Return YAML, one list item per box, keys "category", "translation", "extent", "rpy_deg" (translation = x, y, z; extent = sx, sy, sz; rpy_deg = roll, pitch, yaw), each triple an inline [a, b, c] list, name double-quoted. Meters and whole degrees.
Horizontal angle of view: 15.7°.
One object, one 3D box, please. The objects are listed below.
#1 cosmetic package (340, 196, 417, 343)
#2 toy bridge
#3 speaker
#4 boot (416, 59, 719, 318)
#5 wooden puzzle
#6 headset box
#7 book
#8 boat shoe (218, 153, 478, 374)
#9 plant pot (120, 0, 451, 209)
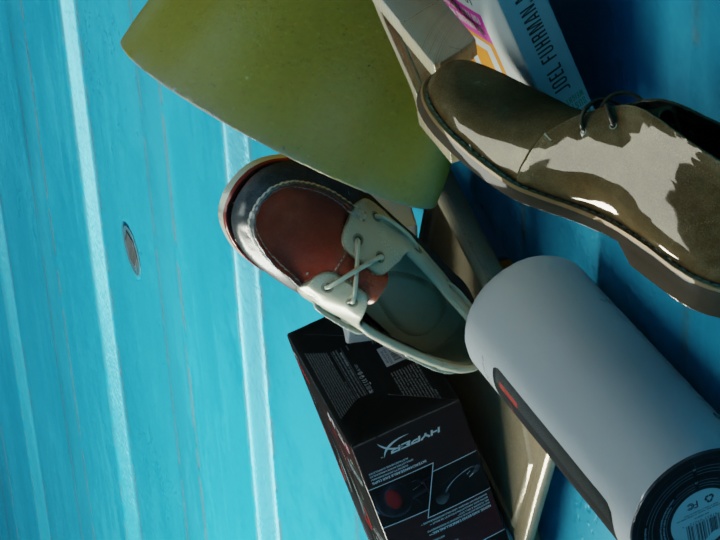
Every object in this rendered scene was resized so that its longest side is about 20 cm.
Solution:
- category: "cosmetic package"
  translation: [0.000, -0.047, 1.624]
  extent: [0.200, 0.050, 0.083]
  rpy_deg: [-103, 7, -54]
- category: "toy bridge"
  translation: [0.030, -0.126, 1.288]
  extent: [0.067, 0.027, 0.200]
  rpy_deg: [52, 169, 25]
- category: "speaker"
  translation: [0.128, 0.071, 1.340]
  extent: [0.200, 0.081, 0.081]
  rpy_deg: [-128, 28, -52]
- category: "boot"
  translation: [0.115, -0.060, 1.218]
  extent: [0.200, 0.074, 0.076]
  rpy_deg: [31, 131, 25]
- category: "wooden puzzle"
  translation: [0.079, 0.050, 1.566]
  extent: [0.200, 0.037, 0.185]
  rpy_deg: [92, 156, -56]
- category: "headset box"
  translation: [0.035, 0.136, 1.634]
  extent: [0.149, 0.075, 0.200]
  rpy_deg: [-122, 10, -58]
- category: "book"
  translation: [0.066, -0.124, 1.321]
  extent: [0.134, 0.048, 0.200]
  rpy_deg: [43, 165, 51]
- category: "boat shoe"
  translation: [0.000, 0.000, 1.445]
  extent: [0.200, 0.071, 0.063]
  rpy_deg: [37, -174, -45]
- category: "plant pot"
  translation: [-0.014, -0.144, 1.456]
  extent: [0.142, 0.200, 0.200]
  rpy_deg: [-63, 29, 10]
